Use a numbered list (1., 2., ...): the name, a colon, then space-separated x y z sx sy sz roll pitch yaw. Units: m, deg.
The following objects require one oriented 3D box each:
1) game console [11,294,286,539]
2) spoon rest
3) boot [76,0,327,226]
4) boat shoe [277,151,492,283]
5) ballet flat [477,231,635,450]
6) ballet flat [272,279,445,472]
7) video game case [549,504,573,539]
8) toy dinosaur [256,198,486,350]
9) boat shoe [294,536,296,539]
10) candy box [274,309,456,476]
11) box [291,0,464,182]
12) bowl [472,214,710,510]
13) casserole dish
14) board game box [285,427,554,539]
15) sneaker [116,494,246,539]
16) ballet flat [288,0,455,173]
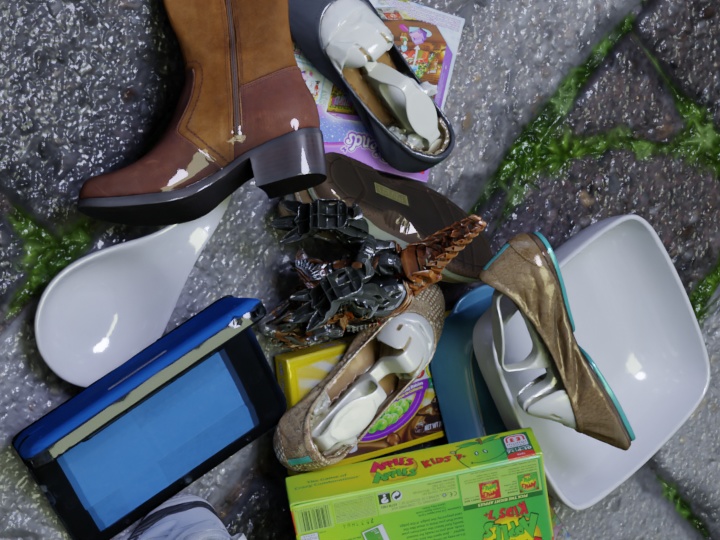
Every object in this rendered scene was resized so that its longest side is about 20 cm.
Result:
1. game console: -0.142 0.118 1.332 0.199 0.171 0.119 -35 99 -13
2. spoon rest: -0.165 -0.001 1.357 0.099 0.060 0.200 44 75 -29
3. boot: -0.129 -0.143 1.318 0.187 0.068 0.202 -15 77 9
4. boat shoe: 0.019 -0.032 1.460 0.199 0.076 0.072 27 43 -34
5. ballet flat: 0.144 0.067 1.398 0.072 0.068 0.201 -29 113 -6
6. ballet flat: 0.014 0.087 1.444 0.071 0.065 0.200 48 70 -22
7. video game case: 0.128 0.271 1.558 0.143 0.017 0.200 -51 143 -13
8. toy dinosaur: 0.000 0.000 1.392 0.200 0.102 0.135 -45 146 13
9. boat shoe: 0.029 0.271 1.521 0.199 0.057 0.069 33 81 -31
10. candy box: 0.024 0.099 1.507 0.199 0.026 0.103 -14 102 -29
11. box: -0.021 -0.158 1.428 0.199 0.039 0.138 13 91 -32
12. bowl: 0.184 0.072 1.501 0.199 0.074 0.201 -38 115 -23
13. casserole dish: 0.127 0.111 1.536 0.121 0.039 0.201 -24 110 -29
14. board game box: 0.048 0.196 1.420 0.198 0.048 0.102 -11 113 -3
15. sneaker: -0.168 0.255 1.364 0.200 0.115 0.075 -43 112 -18
16. ballet flat: 0.011 -0.156 1.384 0.073 0.073 0.200 -44 117 -17
